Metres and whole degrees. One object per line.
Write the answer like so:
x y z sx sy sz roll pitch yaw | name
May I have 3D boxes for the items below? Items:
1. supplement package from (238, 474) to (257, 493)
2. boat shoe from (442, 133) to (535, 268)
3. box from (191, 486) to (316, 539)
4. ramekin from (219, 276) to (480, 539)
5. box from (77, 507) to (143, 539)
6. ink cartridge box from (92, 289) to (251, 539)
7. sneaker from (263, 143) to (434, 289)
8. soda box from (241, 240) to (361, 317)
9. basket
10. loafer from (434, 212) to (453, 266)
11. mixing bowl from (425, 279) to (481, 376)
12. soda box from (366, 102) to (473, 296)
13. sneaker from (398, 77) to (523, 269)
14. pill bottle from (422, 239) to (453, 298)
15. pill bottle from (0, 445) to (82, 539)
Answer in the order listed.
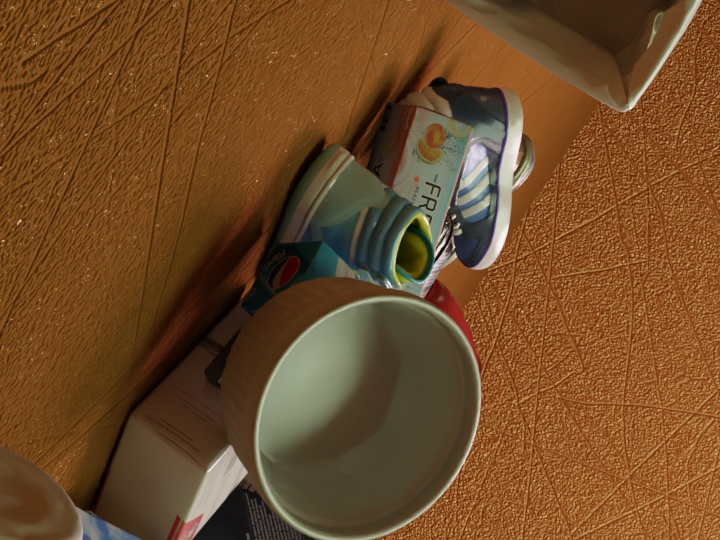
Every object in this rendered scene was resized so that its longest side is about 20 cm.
-0.118 0.220 1.863 0.118 0.116 0.200 -56 172 -2 | supplement package
0.093 -0.077 1.944 0.200 0.076 0.072 -50 140 8 | boat shoe
-0.128 0.311 1.694 0.200 0.196 0.124 -53 -150 22 | box
-0.016 0.100 1.455 0.201 0.200 0.105 -56 -148 -2 | ramekin
-0.180 0.273 1.460 0.047 0.200 0.123 -19 -126 30 | box
-0.127 0.131 1.572 0.200 0.085 0.146 -46 166 -47 | ink cartridge box
-0.007 -0.007 1.590 0.080 0.130 0.200 -52 172 -32 | sneaker
-0.005 0.062 1.558 0.064 0.200 0.068 -1 -128 47 | soda box
0.181 -0.244 1.599 0.136 0.199 0.123 -58 179 11 | basket
0.000 0.000 1.728 0.199 0.072 0.063 -34 164 0 | loafer
0.035 0.064 2.034 0.200 0.199 0.109 -47 142 -52 | mixing bowl
0.033 -0.046 1.671 0.068 0.063 0.202 17 -91 64 | soda box
0.070 -0.088 1.791 0.145 0.081 0.201 -5 125 -21 | sneaker
0.005 0.028 1.900 0.201 0.106 0.106 -60 172 20 | pill bottle
-0.243 0.198 1.017 0.201 0.110 0.111 -59 172 14 | pill bottle
